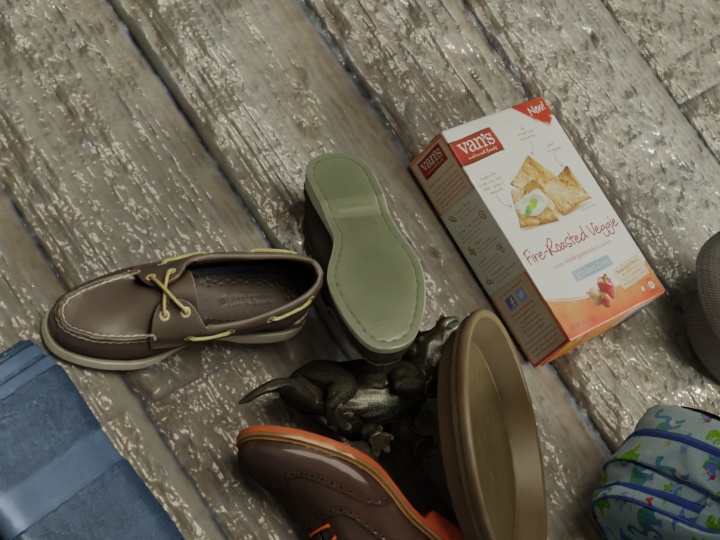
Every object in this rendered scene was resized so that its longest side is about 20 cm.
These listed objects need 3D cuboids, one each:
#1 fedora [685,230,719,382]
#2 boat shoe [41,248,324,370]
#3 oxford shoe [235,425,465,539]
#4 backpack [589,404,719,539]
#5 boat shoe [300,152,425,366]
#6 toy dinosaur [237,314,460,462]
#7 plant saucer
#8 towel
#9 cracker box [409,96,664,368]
[{"bbox_3d":[0.361,0.054,1.434,0.198,0.090,0.178,21,51,-13],"label":"fedora"},{"bbox_3d":[-0.120,0.021,1.141,0.198,0.060,0.073,-5,64,-26],"label":"boat shoe"},{"bbox_3d":[-0.006,0.176,1.127,0.199,0.071,0.073,34,54,-12],"label":"oxford shoe"},{"bbox_3d":[0.268,0.178,1.226,0.200,0.154,0.163,43,-6,48],"label":"backpack"},{"bbox_3d":[0.000,0.000,1.210,0.071,0.061,0.202,-2,44,-14],"label":"boat shoe"},{"bbox_3d":[-0.003,0.091,1.183,0.198,0.102,0.078,-14,111,-26],"label":"toy dinosaur"},{"bbox_3d":[0.095,0.129,1.184,0.200,0.029,0.203,-12,90,-71],"label":"plant saucer"},{"bbox_3d":[-0.190,0.146,1.036,0.111,0.049,0.201,-33,82,-42],"label":"towel"},{"bbox_3d":[0.147,-0.035,1.368,0.133,0.058,0.201,-22,76,-41],"label":"cracker box"}]
